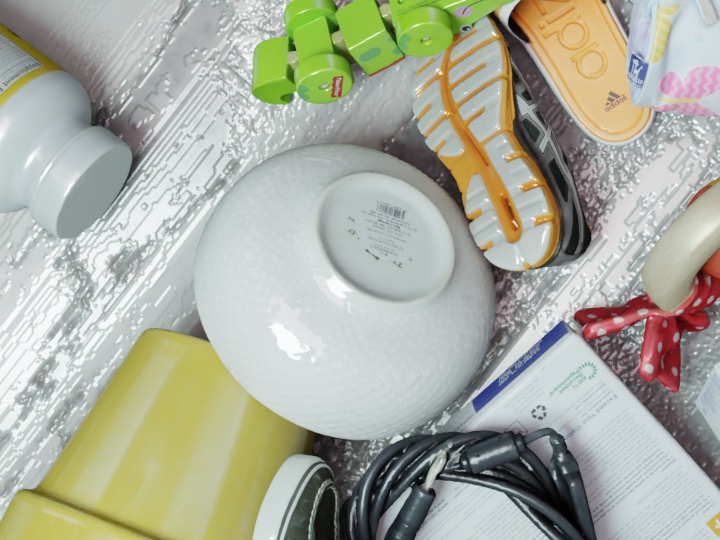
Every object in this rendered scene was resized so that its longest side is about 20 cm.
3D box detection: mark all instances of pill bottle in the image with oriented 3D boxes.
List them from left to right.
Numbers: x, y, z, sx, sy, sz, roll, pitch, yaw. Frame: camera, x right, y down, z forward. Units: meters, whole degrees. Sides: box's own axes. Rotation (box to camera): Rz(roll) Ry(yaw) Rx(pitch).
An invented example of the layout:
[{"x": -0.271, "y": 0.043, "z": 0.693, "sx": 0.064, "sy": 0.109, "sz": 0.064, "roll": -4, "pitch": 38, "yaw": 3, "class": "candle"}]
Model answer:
[{"x": -0.262, "y": -0.112, "z": 0.897, "sx": 0.200, "sy": 0.112, "sz": 0.112, "roll": 36, "pitch": 94, "yaw": 9, "class": "pill bottle"}]

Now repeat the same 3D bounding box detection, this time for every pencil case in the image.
[{"x": 0.265, "y": -0.139, "z": 0.802, "sx": 0.199, "sy": 0.083, "sz": 0.091, "roll": 6, "pitch": 130, "yaw": 0, "class": "pencil case"}]

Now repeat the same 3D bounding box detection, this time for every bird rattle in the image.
[{"x": 0.222, "y": -0.019, "z": 0.790, "sx": 0.199, "sy": 0.163, "sz": 0.113, "roll": -26, "pitch": 64, "yaw": 0, "class": "bird rattle"}]

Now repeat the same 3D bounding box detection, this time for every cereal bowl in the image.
[{"x": 0.000, "y": 0.000, "z": 0.806, "sx": 0.199, "sy": 0.083, "sz": 0.201, "roll": 11, "pitch": 58, "yaw": -17, "class": "cereal bowl"}]

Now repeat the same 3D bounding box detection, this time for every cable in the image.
[{"x": 0.072, "y": 0.198, "z": 0.799, "sx": 0.162, "sy": 0.051, "sz": 0.201, "roll": -14, "pitch": 104, "yaw": 0, "class": "cable"}]

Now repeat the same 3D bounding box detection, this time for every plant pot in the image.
[{"x": -0.119, "y": 0.148, "z": 0.831, "sx": 0.200, "sy": 0.201, "sz": 0.190, "roll": 18, "pitch": 75, "yaw": 10, "class": "plant pot"}]

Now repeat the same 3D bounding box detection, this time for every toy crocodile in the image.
[{"x": 0.011, "y": -0.160, "z": 0.858, "sx": 0.199, "sy": 0.062, "sz": 0.068, "roll": -22, "pitch": 62, "yaw": 18, "class": "toy crocodile"}]

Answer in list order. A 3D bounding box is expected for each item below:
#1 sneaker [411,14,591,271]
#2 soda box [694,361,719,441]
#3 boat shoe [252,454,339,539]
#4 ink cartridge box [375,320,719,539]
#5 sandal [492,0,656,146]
[{"x": 0.095, "y": -0.086, "z": 0.855, "sx": 0.078, "sy": 0.077, "sz": 0.201, "roll": -31, "pitch": 63, "yaw": 36, "class": "sneaker"}, {"x": 0.290, "y": 0.136, "z": 0.776, "sx": 0.068, "sy": 0.064, "sz": 0.201, "roll": -24, "pitch": 66, "yaw": -10, "class": "soda box"}, {"x": -0.027, "y": 0.206, "z": 0.739, "sx": 0.063, "sy": 0.071, "sz": 0.201, "roll": -4, "pitch": 65, "yaw": 25, "class": "boat shoe"}, {"x": 0.127, "y": 0.169, "z": 0.841, "sx": 0.196, "sy": 0.043, "sz": 0.200, "roll": -42, "pitch": 103, "yaw": 6, "class": "ink cartridge box"}, {"x": 0.132, "y": -0.179, "z": 0.854, "sx": 0.079, "sy": 0.059, "sz": 0.207, "roll": -35, "pitch": 82, "yaw": 7, "class": "sandal"}]
